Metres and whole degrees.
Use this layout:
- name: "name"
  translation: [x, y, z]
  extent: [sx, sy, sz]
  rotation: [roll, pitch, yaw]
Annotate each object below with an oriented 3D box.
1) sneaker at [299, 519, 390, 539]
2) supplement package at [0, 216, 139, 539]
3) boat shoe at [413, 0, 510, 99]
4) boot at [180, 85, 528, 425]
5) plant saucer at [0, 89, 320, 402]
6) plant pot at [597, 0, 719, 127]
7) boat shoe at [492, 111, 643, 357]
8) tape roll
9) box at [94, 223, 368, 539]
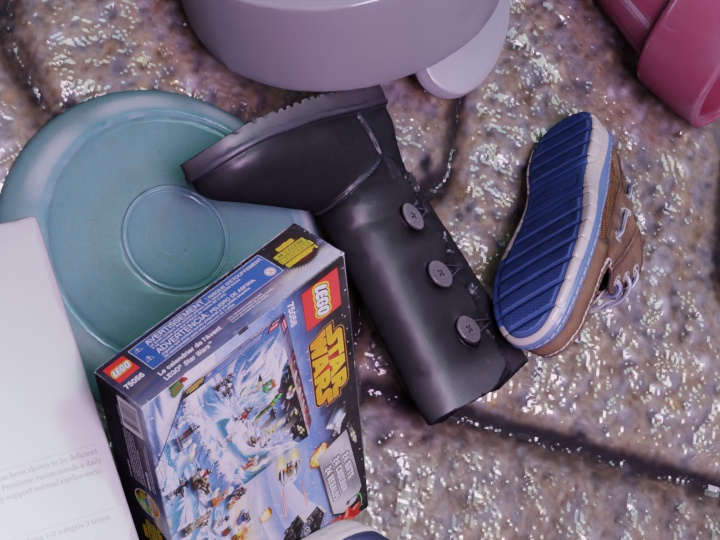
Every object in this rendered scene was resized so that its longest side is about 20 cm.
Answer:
- name: "sneaker"
  translation: [-0.029, 0.192, 0.952]
  extent: [0.200, 0.084, 0.075]
  rotation: [-28, 129, -45]
- name: "supplement package"
  translation: [-0.200, 0.092, 0.928]
  extent: [0.116, 0.117, 0.201]
  rotation: [-14, 79, -25]
- name: "boat shoe"
  translation: [0.056, -0.196, 1.176]
  extent: [0.068, 0.057, 0.201]
  rotation: [18, 66, -27]
- name: "boot"
  translation: [0.001, 0.000, 1.056]
  extent: [0.165, 0.066, 0.201]
  rotation: [-25, 90, -45]
- name: "plant saucer"
  translation: [-0.109, -0.015, 1.058]
  extent: [0.199, 0.027, 0.201]
  rotation: [8, 69, -21]
- name: "plant pot"
  translation: [0.218, -0.225, 1.191]
  extent: [0.179, 0.200, 0.200]
  rotation: [44, 60, 13]
- name: "boat shoe"
  translation: [0.137, -0.014, 1.117]
  extent: [0.072, 0.072, 0.200]
  rotation: [44, 41, -22]
- name: "tape roll"
  translation: [-0.013, -0.197, 1.082]
  extent: [0.199, 0.066, 0.201]
  rotation: [-5, 49, 5]
- name: "box"
  translation: [-0.060, 0.090, 0.955]
  extent: [0.040, 0.201, 0.137]
  rotation: [32, 54, 33]
